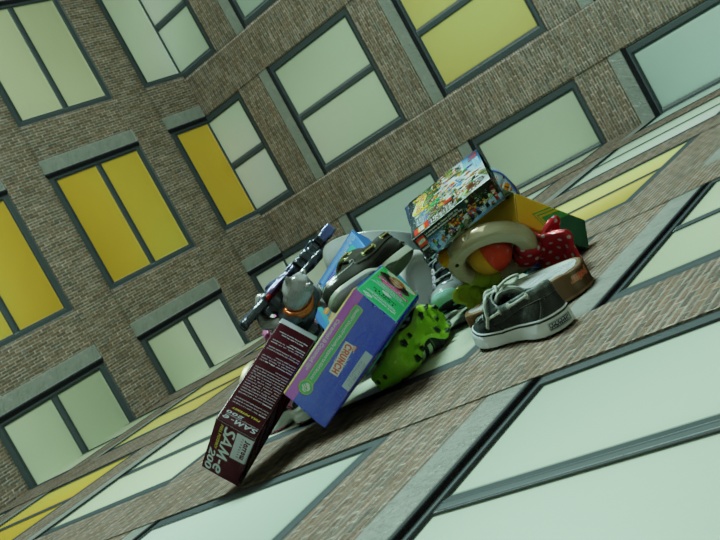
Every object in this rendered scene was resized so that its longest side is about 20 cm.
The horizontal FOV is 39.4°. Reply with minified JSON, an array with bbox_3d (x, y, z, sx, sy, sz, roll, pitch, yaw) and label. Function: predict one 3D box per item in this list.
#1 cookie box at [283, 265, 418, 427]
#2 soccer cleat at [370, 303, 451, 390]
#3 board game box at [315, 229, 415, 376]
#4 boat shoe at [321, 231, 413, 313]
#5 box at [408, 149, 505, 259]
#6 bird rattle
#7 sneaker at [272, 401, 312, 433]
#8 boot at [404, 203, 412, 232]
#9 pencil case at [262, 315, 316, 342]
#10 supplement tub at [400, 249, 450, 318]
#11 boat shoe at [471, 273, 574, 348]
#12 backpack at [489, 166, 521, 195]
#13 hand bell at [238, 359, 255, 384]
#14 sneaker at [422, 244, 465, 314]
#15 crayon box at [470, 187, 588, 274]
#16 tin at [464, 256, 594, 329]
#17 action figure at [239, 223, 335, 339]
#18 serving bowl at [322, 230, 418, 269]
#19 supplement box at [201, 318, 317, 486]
[{"bbox_3d":[-0.008,0.094,1.338,0.172,0.075,0.200,-55,-3,13],"label":"cookie box"},{"bbox_3d":[0.069,0.103,1.405,0.081,0.068,0.200,-43,-3,28],"label":"soccer cleat"},{"bbox_3d":[-0.002,0.049,1.605,0.153,0.045,0.200,-56,35,13],"label":"board game box"},{"bbox_3d":[0.000,0.000,1.467,0.200,0.060,0.072,-30,-26,-49],"label":"boat shoe"},{"bbox_3d":[0.134,-0.099,1.447,0.136,0.038,0.200,-38,13,12],"label":"box"},{"bbox_3d":[0.200,-0.015,1.400,0.198,0.114,0.162,-22,-31,35],"label":"bird rattle"},{"bbox_3d":[-0.110,0.186,1.531,0.080,0.087,0.199,-30,1,-35],"label":"sneaker"},{"bbox_3d":[0.151,-0.042,1.710,0.090,0.202,0.072,-30,-13,37],"label":"boot"},{"bbox_3d":[-0.099,0.124,1.691,0.087,0.082,0.200,-51,-27,-11],"label":"pencil case"},{"bbox_3d":[0.046,0.058,1.689,0.199,0.133,0.132,-26,5,42],"label":"supplement tub"},{"bbox_3d":[0.177,0.046,1.190,0.073,0.069,0.199,-30,3,-15],"label":"boat shoe"},{"bbox_3d":[0.218,-0.085,1.796,0.198,0.192,0.154,-29,3,1],"label":"backpack"},{"bbox_3d":[-0.094,0.184,1.625,0.198,0.105,0.104,-13,13,39],"label":"hand bell"},{"bbox_3d":[0.127,-0.006,1.567,0.077,0.141,0.200,-27,-7,15],"label":"sneaker"},{"bbox_3d":[0.233,-0.055,1.517,0.198,0.052,0.125,16,-30,-37],"label":"crayon box"},{"bbox_3d":[0.218,0.035,1.316,0.111,0.042,0.199,-27,0,-39],"label":"tin"},{"bbox_3d":[-0.074,0.041,1.450,0.201,0.104,0.194,-51,-15,-12],"label":"action figure"},{"bbox_3d":[0.032,-0.008,1.795,0.197,0.067,0.200,-3,-19,-1],"label":"serving bowl"},{"bbox_3d":[-0.132,0.171,1.331,0.201,0.060,0.110,-60,-6,-48],"label":"supplement box"}]
